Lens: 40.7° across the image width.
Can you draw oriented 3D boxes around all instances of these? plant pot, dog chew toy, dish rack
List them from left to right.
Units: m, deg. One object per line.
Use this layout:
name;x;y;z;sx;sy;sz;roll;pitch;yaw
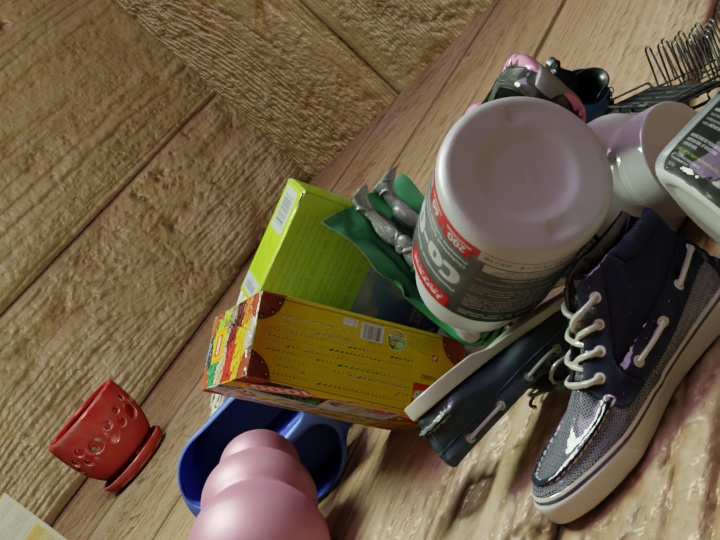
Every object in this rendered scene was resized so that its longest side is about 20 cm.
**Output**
plant pot;-0.551;0.369;2.137;0.201;0.182;0.200;-47;10;11
dog chew toy;-0.090;0.218;0.872;0.125;0.124;0.200;-46;22;17
dish rack;0.299;-0.185;0.799;0.199;0.055;0.153;-26;9;-2

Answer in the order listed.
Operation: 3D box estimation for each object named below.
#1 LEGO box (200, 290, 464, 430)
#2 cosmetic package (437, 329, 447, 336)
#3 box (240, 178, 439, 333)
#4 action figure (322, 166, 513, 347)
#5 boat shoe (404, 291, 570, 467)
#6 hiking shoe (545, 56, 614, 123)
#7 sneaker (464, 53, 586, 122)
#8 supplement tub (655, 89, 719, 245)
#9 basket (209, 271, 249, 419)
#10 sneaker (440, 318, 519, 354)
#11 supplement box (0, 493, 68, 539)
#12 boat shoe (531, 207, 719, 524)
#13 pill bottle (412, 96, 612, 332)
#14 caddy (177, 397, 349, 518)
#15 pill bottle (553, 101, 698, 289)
LEGO box;-0.028;0.088;0.893;0.149;0.199;0.078;153;129;-65
cosmetic package;0.079;0.022;1.051;0.200;0.081;0.113;-46;9;19
box;0.000;0.000;0.935;0.122;0.199;0.048;-64;30;13
action figure;0.073;0.000;0.858;0.118;0.200;0.055;-36;-10;-37
boat shoe;0.125;0.069;0.721;0.200;0.062;0.075;-32;-10;-26
hiking shoe;0.215;-0.142;0.903;0.200;0.074;0.087;-5;-45;-50
sneaker;0.106;-0.097;0.761;0.095;0.079;0.200;-48;-1;-13
supplement tub;0.273;-0.090;0.534;0.200;0.122;0.123;-47;11;9
basket;-0.096;0.121;1.132;0.123;0.135;0.201;-91;18;-65
sneaker;0.143;-0.018;0.922;0.200;0.080;0.071;-51;11;-11
supplement box;-0.664;0.552;1.901;0.073;0.200;0.126;-38;14;45
boat shoe;0.150;0.053;0.611;0.200;0.093;0.075;-51;11;-14
pill bottle;0.097;-0.028;0.696;0.114;0.114;0.200;-52;-9;-18
caddy;-0.100;0.193;1.020;0.200;0.141;0.105;-46;6;19
pill bottle;0.191;-0.059;0.788;0.111;0.111;0.200;-55;12;-29
